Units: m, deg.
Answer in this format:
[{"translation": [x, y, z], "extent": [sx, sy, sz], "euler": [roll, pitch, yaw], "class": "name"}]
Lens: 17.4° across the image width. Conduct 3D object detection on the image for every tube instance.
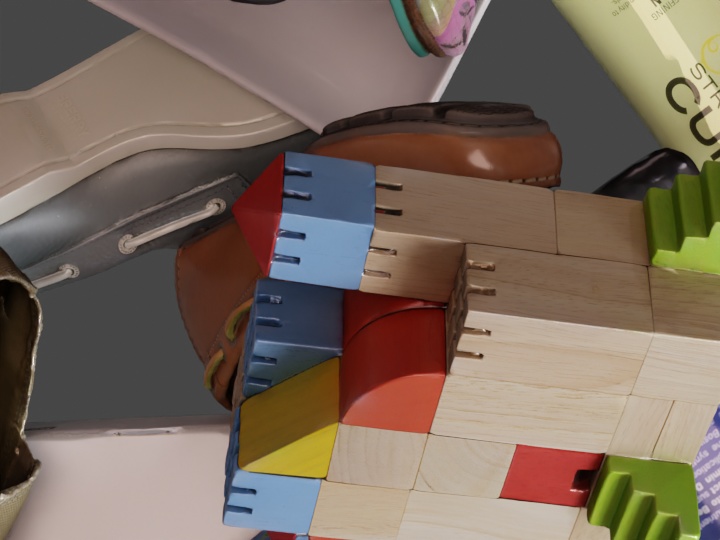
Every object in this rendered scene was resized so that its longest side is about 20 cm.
[{"translation": [0.128, -0.063, 0.829], "extent": [0.058, 0.052, 0.200], "euler": [-37, 93, 29], "class": "tube"}]

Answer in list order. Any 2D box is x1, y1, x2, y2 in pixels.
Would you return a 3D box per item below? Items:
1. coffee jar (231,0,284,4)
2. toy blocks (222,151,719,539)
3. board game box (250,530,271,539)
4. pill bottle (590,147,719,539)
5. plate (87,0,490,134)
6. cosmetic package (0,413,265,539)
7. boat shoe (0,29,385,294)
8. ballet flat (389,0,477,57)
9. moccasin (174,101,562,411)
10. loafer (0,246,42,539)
[{"translation": [-0.075, -0.155, 0.737], "extent": [0.200, 0.085, 0.105], "euler": [30, 93, 45], "class": "coffee jar"}, {"translation": [0.022, 0.044, 0.677], "extent": [0.136, 0.200, 0.100], "euler": [7, 46, -7], "class": "toy blocks"}, {"translation": [0.016, 0.173, 0.776], "extent": [0.151, 0.037, 0.201], "euler": [-37, 108, -27], "class": "board game box"}, {"translation": [0.118, 0.068, 0.794], "extent": [0.112, 0.112, 0.200], "euler": [-35, 87, 2], "class": "pill bottle"}, {"translation": [-0.017, -0.162, 0.821], "extent": [0.199, 0.032, 0.201], "euler": [30, 88, 19], "class": "plate"}, {"translation": [-0.067, 0.150, 0.818], "extent": [0.112, 0.081, 0.201], "euler": [0, 88, 2], "class": "cosmetic package"}, {"translation": [-0.073, -0.040, 0.839], "extent": [0.199, 0.062, 0.073], "euler": [-20, 47, -7], "class": "boat shoe"}, {"translation": [0.012, -0.167, 0.765], "extent": [0.071, 0.069, 0.201], "euler": [-24, 70, 5], "class": "ballet flat"}, {"translation": [-0.001, 0.000, 0.750], "extent": [0.073, 0.201, 0.078], "euler": [1, 72, -36], "class": "moccasin"}, {"translation": [-0.147, 0.077, 0.754], "extent": [0.067, 0.076, 0.201], "euler": [12, 99, 46], "class": "loafer"}]
